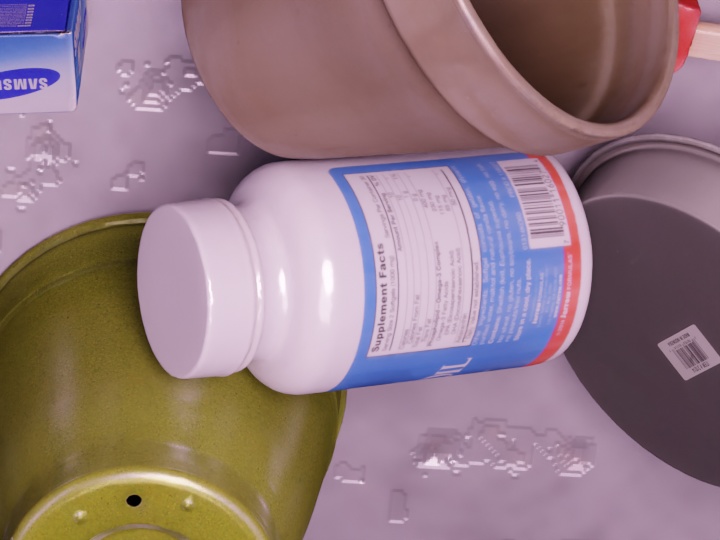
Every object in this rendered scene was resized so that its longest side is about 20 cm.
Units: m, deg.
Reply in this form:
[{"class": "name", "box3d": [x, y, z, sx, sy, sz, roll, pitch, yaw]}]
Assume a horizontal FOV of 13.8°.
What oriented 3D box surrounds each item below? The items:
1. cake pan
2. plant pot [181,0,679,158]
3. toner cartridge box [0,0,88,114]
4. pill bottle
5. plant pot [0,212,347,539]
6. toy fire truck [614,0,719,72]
[{"class": "cake pan", "box3d": [0.168, 0.028, 1.442, 0.200, 0.037, 0.200, 30, 141, 27]}, {"class": "plant pot", "box3d": [0.019, -0.131, 1.346, 0.173, 0.200, 0.200, -19, 119, 34]}, {"class": "toner cartridge box", "box3d": [-0.231, -0.109, 1.396, 0.200, 0.095, 0.043, -2, 119, 0]}, {"class": "pill bottle", "box3d": [0.000, 0.000, 1.413, 0.200, 0.112, 0.112, -6, 121, -27]}, {"class": "plant pot", "box3d": [-0.103, 0.103, 1.457, 0.200, 0.193, 0.201, -1, 118, -2]}, {"class": "toy fire truck", "box3d": [0.229, -0.142, 1.418, 0.200, 0.049, 0.141, 20, 116, -13]}]
